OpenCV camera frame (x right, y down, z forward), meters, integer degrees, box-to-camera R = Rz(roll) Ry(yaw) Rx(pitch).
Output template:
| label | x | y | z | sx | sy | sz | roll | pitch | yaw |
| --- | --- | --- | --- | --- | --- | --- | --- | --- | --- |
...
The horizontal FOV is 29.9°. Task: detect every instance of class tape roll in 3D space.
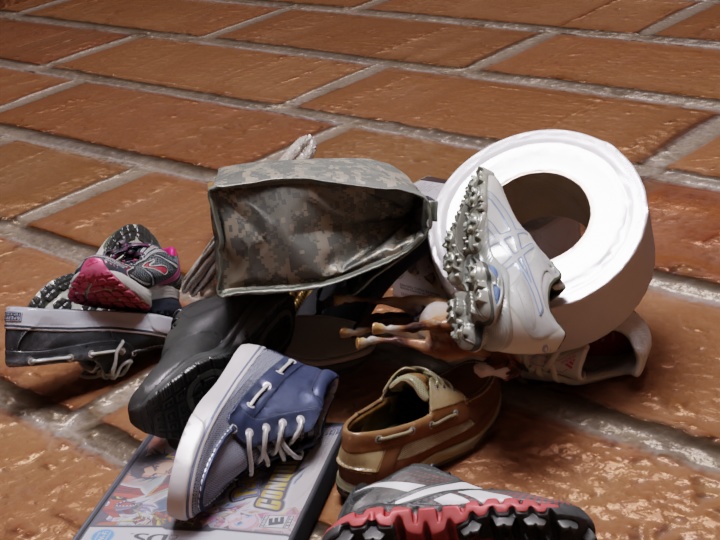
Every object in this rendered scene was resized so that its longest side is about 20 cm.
| label | x | y | z | sx | sy | sz | roll | pitch | yaw |
| --- | --- | --- | --- | --- | --- | --- | --- | --- | --- |
| tape roll | 0.162 | -0.028 | 1.210 | 0.199 | 0.071 | 0.205 | -9 | 53 | 13 |

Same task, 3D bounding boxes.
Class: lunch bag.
| label | x | y | z | sx | sy | sz | roll | pitch | yaw |
| --- | --- | --- | --- | --- | --- | --- | --- | --- | --- |
| lunch bag | -0.033 | -0.043 | 1.218 | 0.197 | 0.120 | 0.164 | -6 | 10 | -3 |

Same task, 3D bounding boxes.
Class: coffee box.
| label | x | y | z | sx | sy | sz | roll | pitch | yaw |
| --- | --- | --- | --- | --- | --- | --- | --- | --- | --- |
| coffee box | 0.124 | -0.019 | 1.371 | 0.198 | 0.115 | 0.079 | 16 | 32 | 41 |

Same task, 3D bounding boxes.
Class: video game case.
| label | x | y | z | sx | sy | sz | roll | pitch | yaw |
| --- | --- | --- | --- | --- | --- | --- | --- | --- | --- |
| video game case | -0.117 | 0.181 | 1.099 | 0.178 | 0.026 | 0.200 | -1 | 24 | 16 |

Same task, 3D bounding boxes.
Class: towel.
| label | x | y | z | sx | sy | sz | roll | pitch | yaw |
| --- | --- | --- | --- | --- | --- | --- | --- | --- | --- |
| towel | -0.117 | -0.058 | 1.463 | 0.034 | 0.133 | 0.201 | 39 | 43 | -4 |

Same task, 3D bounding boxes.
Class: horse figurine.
| label | x | y | z | sx | sy | sz | roll | pitch | yaw |
| --- | --- | --- | --- | --- | --- | --- | --- | --- | --- |
| horse figurine | 0.051 | 0.051 | 1.160 | 0.130 | 0.051 | 0.200 | 4 | 6 | -16 |

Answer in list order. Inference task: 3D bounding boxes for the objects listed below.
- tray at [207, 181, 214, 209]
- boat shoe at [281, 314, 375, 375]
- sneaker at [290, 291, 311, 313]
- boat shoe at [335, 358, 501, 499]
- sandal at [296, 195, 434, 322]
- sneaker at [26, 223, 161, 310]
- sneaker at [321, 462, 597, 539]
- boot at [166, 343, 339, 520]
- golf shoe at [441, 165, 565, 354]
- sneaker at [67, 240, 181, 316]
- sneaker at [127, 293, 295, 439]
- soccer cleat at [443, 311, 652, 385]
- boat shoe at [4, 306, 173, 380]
| label | x | y | z | sx | sy | sz | roll | pitch | yaw |
| --- | --- | --- | --- | --- | --- | --- | --- | --- | --- |
| tray | -0.079 | -0.090 | 1.629 | 0.197 | 0.038 | 0.099 | -6 | -13 | 2 |
| boat shoe | -0.083 | 0.088 | 1.269 | 0.197 | 0.058 | 0.067 | -7 | 43 | -9 |
| sneaker | -0.107 | 0.034 | 1.387 | 0.089 | 0.076 | 0.200 | -11 | 16 | 14 |
| boat shoe | 0.052 | 0.120 | 1.125 | 0.075 | 0.075 | 0.199 | 10 | 29 | 35 |
| sandal | 0.000 | -0.001 | 1.328 | 0.200 | 0.043 | 0.076 | -48 | 45 | 1 |
| sneaker | -0.298 | 0.034 | 1.466 | 0.200 | 0.077 | 0.088 | -42 | 2 | -39 |
| sneaker | 0.071 | 0.182 | 0.981 | 0.197 | 0.072 | 0.098 | -5 | 26 | 9 |
| boot | -0.083 | 0.131 | 1.087 | 0.089 | 0.074 | 0.201 | 13 | 36 | 10 |
| golf shoe | 0.122 | -0.003 | 1.130 | 0.096 | 0.079 | 0.202 | 15 | 43 | -13 |
| sneaker | -0.239 | 0.004 | 1.374 | 0.079 | 0.076 | 0.200 | 2 | -5 | 10 |
| sneaker | -0.143 | 0.076 | 1.196 | 0.090 | 0.077 | 0.200 | 21 | 38 | 27 |
| soccer cleat | 0.164 | 0.067 | 1.217 | 0.197 | 0.071 | 0.087 | -4 | 25 | 8 |
| boat shoe | -0.257 | 0.074 | 1.331 | 0.198 | 0.069 | 0.073 | 5 | -3 | -45 |
